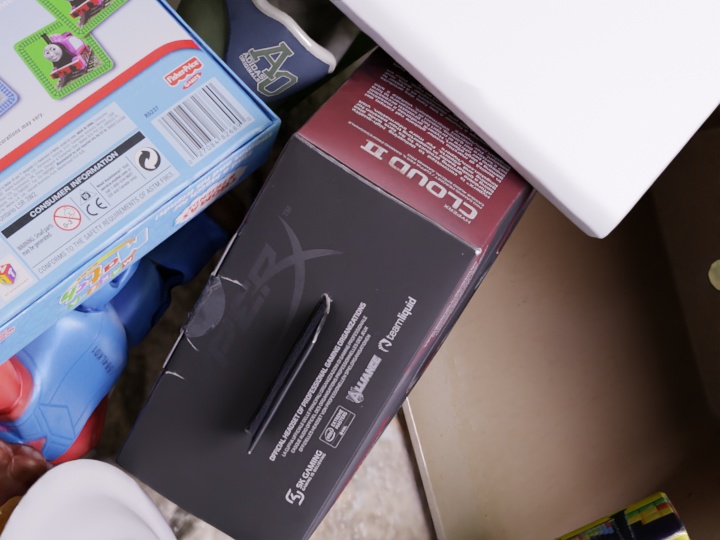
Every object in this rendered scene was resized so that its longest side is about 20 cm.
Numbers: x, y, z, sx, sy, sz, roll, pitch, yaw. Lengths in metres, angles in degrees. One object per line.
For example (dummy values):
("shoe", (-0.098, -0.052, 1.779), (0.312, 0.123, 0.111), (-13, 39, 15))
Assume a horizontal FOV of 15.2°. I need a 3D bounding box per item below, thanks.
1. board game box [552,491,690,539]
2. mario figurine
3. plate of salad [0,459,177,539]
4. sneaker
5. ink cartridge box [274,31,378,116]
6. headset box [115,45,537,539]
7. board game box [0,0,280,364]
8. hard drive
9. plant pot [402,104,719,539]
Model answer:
("board game box", (0.057, 0.200, 1.010), (0.200, 0.057, 0.166), (-24, 100, 1))
("mario figurine", (-0.132, 0.030, 0.926), (0.123, 0.106, 0.200), (41, 74, -28))
("plate of salad", (-0.089, 0.162, 0.878), (0.200, 0.048, 0.201), (-8, 90, -72))
("sneaker", (-0.005, -0.134, 0.954), (0.067, 0.090, 0.200), (40, 60, -25))
("ink cartridge box", (-0.052, -0.171, 1.031), (0.148, 0.076, 0.200), (-39, 105, -36))
("headset box", (0.000, 0.000, 0.950), (0.075, 0.149, 0.200), (32, 29, 4))
("board game box", (-0.149, -0.071, 0.881), (0.151, 0.037, 0.200), (-38, 78, -23))
("hard drive", (0.047, -0.126, 0.878), (0.200, 0.026, 0.132), (42, 85, -12))
("plant pot", (0.143, 0.015, 1.100), (0.177, 0.200, 0.200), (-22, 98, -50))
